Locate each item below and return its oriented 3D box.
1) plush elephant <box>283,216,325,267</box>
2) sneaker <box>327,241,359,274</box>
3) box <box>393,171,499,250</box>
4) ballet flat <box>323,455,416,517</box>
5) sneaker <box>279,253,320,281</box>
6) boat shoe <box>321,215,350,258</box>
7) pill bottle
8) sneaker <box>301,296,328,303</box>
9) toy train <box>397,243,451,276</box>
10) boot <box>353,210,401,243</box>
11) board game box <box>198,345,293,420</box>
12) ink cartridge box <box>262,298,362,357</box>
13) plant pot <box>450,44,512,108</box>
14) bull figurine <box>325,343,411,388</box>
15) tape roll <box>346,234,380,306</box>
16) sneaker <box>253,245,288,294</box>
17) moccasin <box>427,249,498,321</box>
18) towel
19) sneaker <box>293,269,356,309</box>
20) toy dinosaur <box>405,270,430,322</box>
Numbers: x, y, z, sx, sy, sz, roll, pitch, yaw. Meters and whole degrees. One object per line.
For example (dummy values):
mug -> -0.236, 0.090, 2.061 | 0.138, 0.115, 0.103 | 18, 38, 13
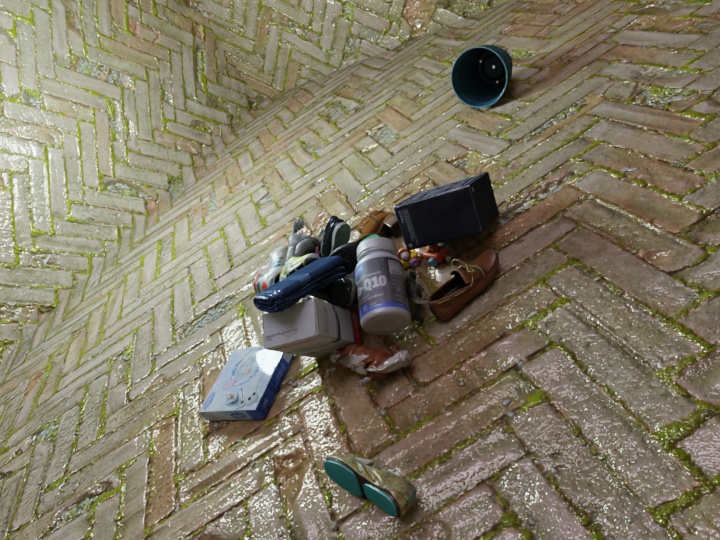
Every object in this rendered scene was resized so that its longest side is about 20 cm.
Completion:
plush elephant -> -0.131, -0.051, 1.601 | 0.153, 0.165, 0.202 | 7, 79, 0
sneaker -> -0.067, -0.016, 1.426 | 0.200, 0.076, 0.091 | -40, 19, 31
box -> 0.218, -0.147, 1.359 | 0.197, 0.124, 0.200 | -14, 11, 30
ballet flat -> 0.018, 0.365, 0.959 | 0.199, 0.071, 0.071 | 7, 49, 48
sneaker -> -0.164, -0.008, 1.416 | 0.200, 0.075, 0.077 | -33, 51, 50
boat shoe -> -0.074, -0.055, 1.508 | 0.075, 0.201, 0.060 | -9, 38, -39
pill bottle -> 0.047, 0.033, 1.237 | 0.113, 0.114, 0.201 | -20, 55, 20
sneaker -> -0.113, 0.109, 1.393 | 0.200, 0.086, 0.075 | 161, 119, -79
toy train -> 0.127, -0.014, 1.382 | 0.200, 0.056, 0.150 | -45, 32, -18
boot -> 0.021, -0.106, 1.596 | 0.199, 0.074, 0.155 | -31, 30, -17
board game box -> -0.281, 0.277, 1.367 | 0.198, 0.044, 0.201 | -11, 38, 32
ink cartridge box -> -0.106, 0.136, 1.242 | 0.143, 0.200, 0.084 | -17, 70, 24
plant pot -> 0.442, -0.694, 1.919 | 0.199, 0.201, 0.188 | -8, 24, 36
bull figurine -> 0.015, 0.197, 1.167 | 0.121, 0.066, 0.199 | -14, 7, -38
tape roll -> 0.000, 0.000, 1.422 | 0.200, 0.048, 0.201 | -46, 20, 21
sneaker -> -0.251, 0.002, 1.715 | 0.093, 0.071, 0.200 | 7, 44, 23
moccasin -> 0.228, 0.021, 1.218 | 0.201, 0.078, 0.074 | -38, 31, -7
towel -> -0.131, 0.032, 1.199 | 0.199, 0.049, 0.111 | -32, 17, -31
sneaker -> -0.091, 0.044, 1.294 | 0.200, 0.105, 0.076 | 6, 84, 63
toy dinosaur -> 0.121, 0.066, 1.248 | 0.047, 0.089, 0.200 | 5, 18, -9
